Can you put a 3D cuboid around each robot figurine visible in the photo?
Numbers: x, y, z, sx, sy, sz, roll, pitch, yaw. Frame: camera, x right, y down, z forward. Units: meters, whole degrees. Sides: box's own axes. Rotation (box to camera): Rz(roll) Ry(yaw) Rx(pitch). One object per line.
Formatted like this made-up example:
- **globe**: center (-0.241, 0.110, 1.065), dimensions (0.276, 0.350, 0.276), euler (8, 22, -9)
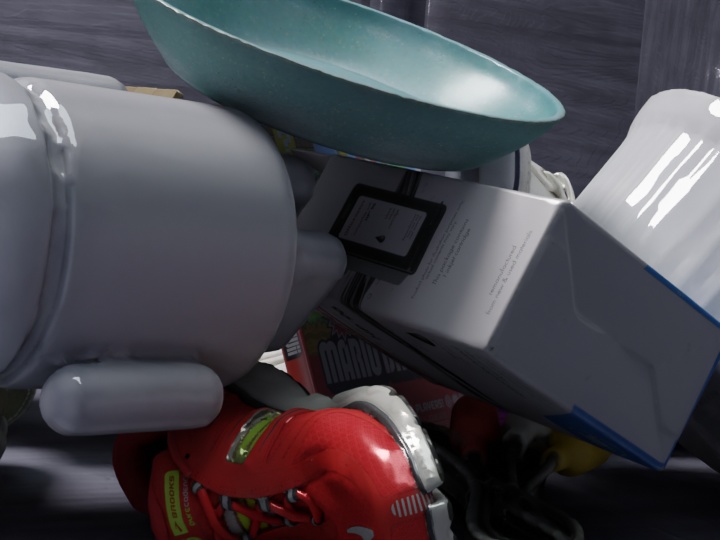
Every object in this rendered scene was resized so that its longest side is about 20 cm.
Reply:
- **robot figurine**: center (-0.103, -0.012, 0.587), dimensions (0.199, 0.113, 0.170), euler (5, 46, -37)

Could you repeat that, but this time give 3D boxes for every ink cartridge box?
- **ink cartridge box**: center (0.043, 0.011, 0.677), dimensions (0.116, 0.068, 0.200), euler (34, -9, -34)

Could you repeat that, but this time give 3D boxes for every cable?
- **cable**: center (0.058, 0.083, 0.671), dimensions (0.096, 0.051, 0.200), euler (13, 5, 9)

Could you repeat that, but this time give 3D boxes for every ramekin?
- **ramekin**: center (0.179, 0.020, 0.748), dimensions (0.200, 0.098, 0.201), euler (44, -8, 8)

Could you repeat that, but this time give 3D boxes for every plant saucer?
- **plant saucer**: center (-0.010, -0.087, 0.681), dimensions (0.199, 0.036, 0.200), euler (18, 17, -5)

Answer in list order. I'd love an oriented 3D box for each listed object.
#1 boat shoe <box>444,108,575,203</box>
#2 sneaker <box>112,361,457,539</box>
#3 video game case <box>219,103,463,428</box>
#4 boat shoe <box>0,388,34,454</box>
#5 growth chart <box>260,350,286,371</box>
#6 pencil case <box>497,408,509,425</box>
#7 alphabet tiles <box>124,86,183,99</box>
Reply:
- **boat shoe**: center (0.080, -0.033, 0.815), dimensions (0.069, 0.071, 0.200), euler (0, -16, -1)
- **sneaker**: center (-0.034, 0.086, 0.580), dimensions (0.084, 0.078, 0.200), euler (-18, 10, -28)
- **video game case**: center (0.000, 0.000, 0.770), dimensions (0.017, 0.202, 0.143), euler (-19, -9, 33)
- **boat shoe**: center (-0.175, 0.064, 0.622), dimensions (0.062, 0.072, 0.200), euler (37, 12, 9)
- **growth chart**: center (-0.121, 0.053, 1.011), dimensions (0.199, 0.018, 0.144), euler (8, 7, 30)
- **pencil case**: center (0.120, 0.054, 0.883), dimensions (0.198, 0.089, 0.088), euler (4, 6, -9)
- **alphabet tiles**: center (-0.172, -0.010, 0.802), dimensions (0.008, 0.201, 0.167), euler (35, -8, -25)
